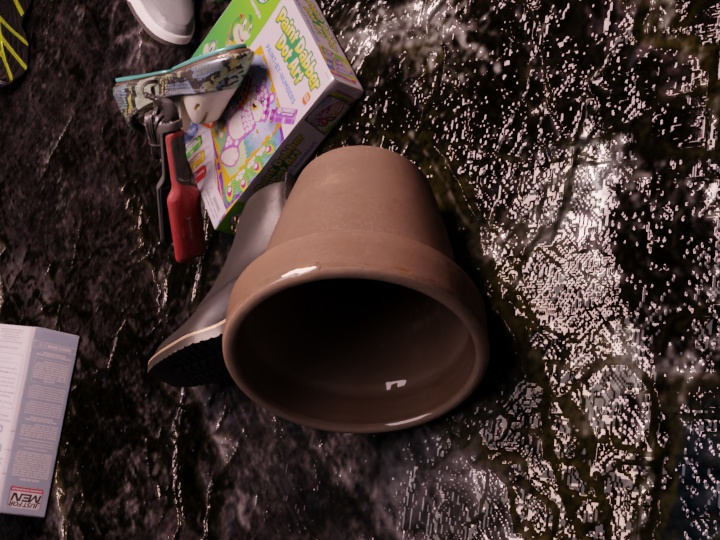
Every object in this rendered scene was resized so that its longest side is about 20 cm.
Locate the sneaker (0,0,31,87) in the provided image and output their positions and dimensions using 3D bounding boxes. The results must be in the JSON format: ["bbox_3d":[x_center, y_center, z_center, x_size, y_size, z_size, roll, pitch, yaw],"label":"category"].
[{"bbox_3d":[-0.472,-0.331,1.765,0.076,0.075,0.202,-17,64,44],"label":"sneaker"}]

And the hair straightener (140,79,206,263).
[{"bbox_3d":[-0.191,-0.102,1.314,0.077,0.041,0.201,45,153,41],"label":"hair straightener"}]

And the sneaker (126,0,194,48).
[{"bbox_3d":[-0.193,-0.342,1.453,0.121,0.083,0.201,-49,44,39],"label":"sneaker"}]

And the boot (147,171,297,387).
[{"bbox_3d":[-0.117,0.012,1.265,0.199,0.077,0.139,-28,53,25],"label":"boot"}]

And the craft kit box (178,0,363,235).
[{"bbox_3d":[-0.100,-0.170,1.319,0.198,0.048,0.201,-47,48,24],"label":"craft kit box"}]

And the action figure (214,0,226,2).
[{"bbox_3d":[-0.108,-0.366,1.386,0.118,0.054,0.201,37,110,45],"label":"action figure"}]

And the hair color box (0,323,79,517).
[{"bbox_3d":[-0.378,0.164,1.510,0.099,0.060,0.202,1,78,49],"label":"hair color box"}]

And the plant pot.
[{"bbox_3d":[0.000,0.000,1.061,0.200,0.200,0.176,-34,37,36],"label":"plant pot"}]

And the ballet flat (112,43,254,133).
[{"bbox_3d":[-0.166,-0.170,1.323,0.199,0.074,0.075,-5,74,49],"label":"ballet flat"}]
